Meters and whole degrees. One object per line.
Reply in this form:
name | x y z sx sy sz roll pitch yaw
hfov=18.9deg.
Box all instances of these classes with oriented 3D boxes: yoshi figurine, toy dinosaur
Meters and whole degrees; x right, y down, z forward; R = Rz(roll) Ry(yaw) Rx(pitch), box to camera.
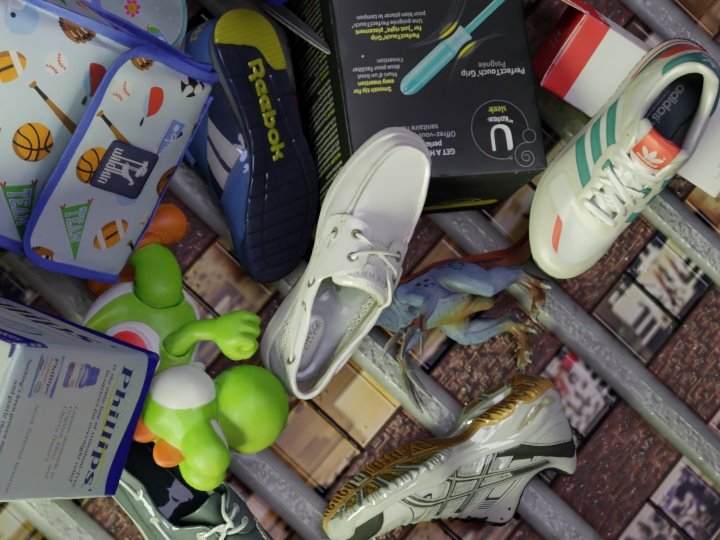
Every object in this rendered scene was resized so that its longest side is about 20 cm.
yoshi figurine | -0.113 0.057 1.499 0.112 0.112 0.201 -29 63 10
toy dinosaur | 0.042 0.032 1.603 0.181 0.105 0.200 10 41 -4

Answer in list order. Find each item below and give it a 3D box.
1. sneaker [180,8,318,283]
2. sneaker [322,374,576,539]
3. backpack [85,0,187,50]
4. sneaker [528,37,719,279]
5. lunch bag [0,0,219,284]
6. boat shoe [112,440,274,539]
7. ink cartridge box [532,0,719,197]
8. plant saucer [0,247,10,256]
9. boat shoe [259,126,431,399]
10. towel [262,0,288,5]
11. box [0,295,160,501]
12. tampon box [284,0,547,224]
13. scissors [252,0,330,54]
sneaker | -0.088 -0.090 1.582 0.074 0.082 0.201 -17 100 -44
sneaker | 0.071 0.158 1.562 0.200 0.076 0.088 -29 105 -10
backpack | -0.206 -0.213 1.544 0.166 0.127 0.201 -16 85 -22
sneaker | 0.189 -0.079 1.542 0.070 0.093 0.200 36 96 -7
lunch bag | -0.213 -0.100 1.423 0.199 0.124 0.170 25 100 -19
boat shoe | -0.114 0.177 1.511 0.200 0.062 0.073 46 71 -1
ink cartridge box | 0.198 -0.144 1.639 0.200 0.116 0.067 32 101 -5
plant saucer | -0.327 -0.052 1.460 0.200 0.200 0.035 26 110 -8
boat shoe | 0.000 0.000 1.486 0.071 0.069 0.201 21 100 -24
towel | -0.053 -0.288 1.527 0.147 0.050 0.200 34 68 13
box | -0.260 0.070 1.382 0.183 0.200 0.105 19 92 20
tampon box | 0.037 -0.149 1.596 0.149 0.126 0.201 -5 79 -16
scissors | -0.092 -0.210 1.579 0.073 0.014 0.200 -8 44 -27
